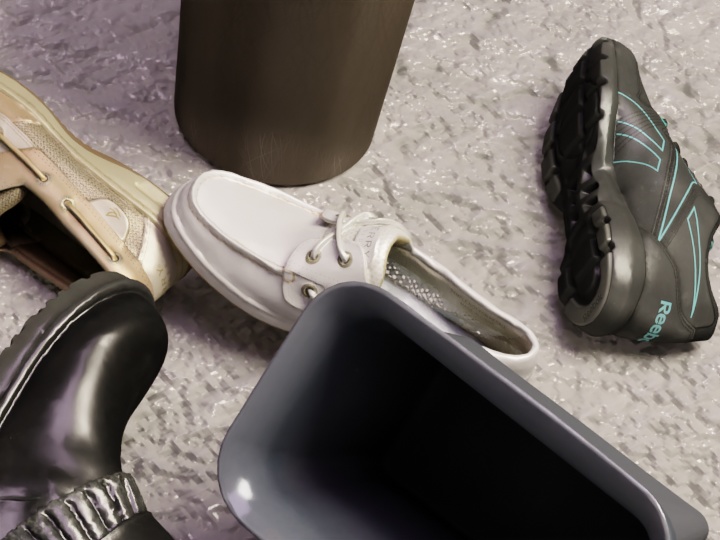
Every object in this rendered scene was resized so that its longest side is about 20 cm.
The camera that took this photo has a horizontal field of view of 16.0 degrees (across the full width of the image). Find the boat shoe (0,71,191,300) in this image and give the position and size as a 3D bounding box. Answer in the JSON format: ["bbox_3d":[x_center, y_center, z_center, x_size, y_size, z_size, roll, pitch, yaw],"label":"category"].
[{"bbox_3d":[-0.178,-0.045,1.286,0.200,0.071,0.065,30,46,14],"label":"boat shoe"}]

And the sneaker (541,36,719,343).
[{"bbox_3d":[0.146,-0.039,1.370,0.079,0.075,0.200,15,50,-18],"label":"sneaker"}]

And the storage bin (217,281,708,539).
[{"bbox_3d":[0.055,0.112,1.151,0.200,0.146,0.134,37,13,22],"label":"storage bin"}]

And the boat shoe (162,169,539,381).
[{"bbox_3d":[0.000,0.000,1.258,0.200,0.069,0.071,29,47,-3],"label":"boat shoe"}]

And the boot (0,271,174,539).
[{"bbox_3d":[-0.105,0.106,1.148,0.158,0.079,0.211,23,56,18],"label":"boot"}]

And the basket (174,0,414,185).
[{"bbox_3d":[-0.032,-0.153,1.334,0.136,0.200,0.180,12,44,0],"label":"basket"}]
